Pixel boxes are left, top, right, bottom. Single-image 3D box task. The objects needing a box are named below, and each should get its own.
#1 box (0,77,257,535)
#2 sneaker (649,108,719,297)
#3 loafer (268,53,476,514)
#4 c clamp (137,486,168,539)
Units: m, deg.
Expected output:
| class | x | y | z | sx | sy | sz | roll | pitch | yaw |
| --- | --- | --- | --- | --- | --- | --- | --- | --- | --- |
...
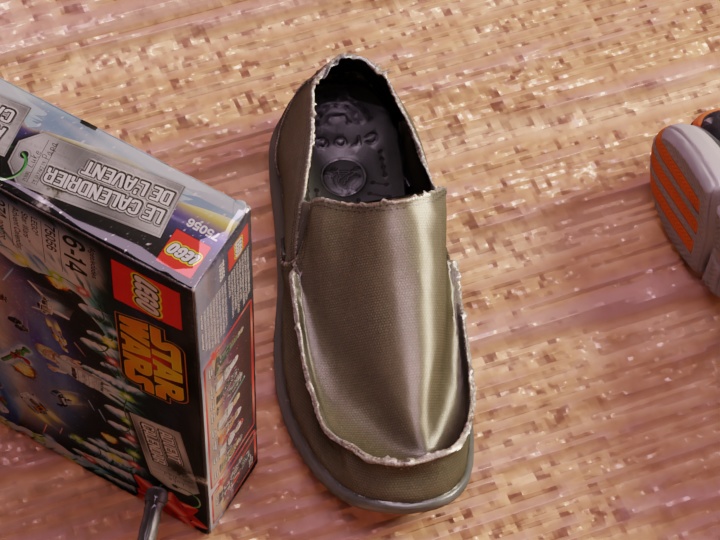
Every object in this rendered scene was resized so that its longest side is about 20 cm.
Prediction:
| class | x | y | z | sx | sy | sz | roll | pitch | yaw |
| --- | --- | --- | --- | --- | --- | --- | --- | --- | --- |
| box | -0.104 | 0.010 | 0.978 | 0.137 | 0.200 | 0.040 | 27 | 64 | 13 |
| sneaker | 0.204 | 0.003 | 1.085 | 0.112 | 0.078 | 0.200 | -18 | 60 | -15 |
| loafer | 0.000 | 0.000 | 1.072 | 0.075 | 0.070 | 0.200 | -8 | 58 | -10 |
| c clamp | -0.177 | 0.149 | 0.987 | 0.200 | 0.027 | 0.171 | 6 | 63 | -1 |
